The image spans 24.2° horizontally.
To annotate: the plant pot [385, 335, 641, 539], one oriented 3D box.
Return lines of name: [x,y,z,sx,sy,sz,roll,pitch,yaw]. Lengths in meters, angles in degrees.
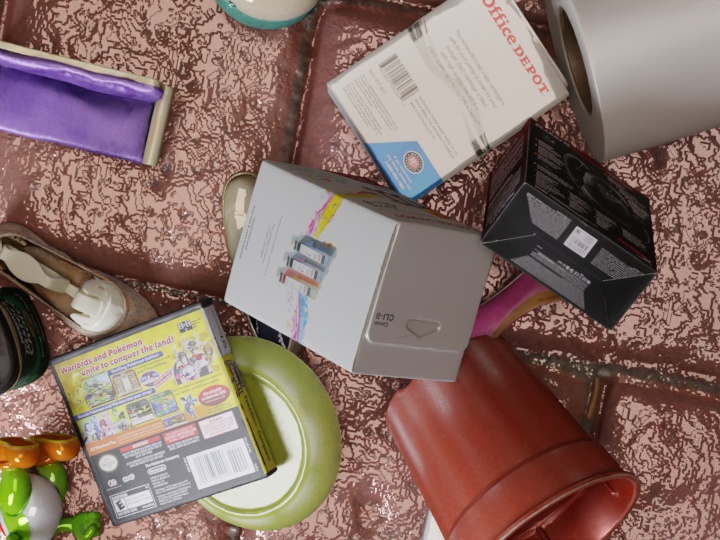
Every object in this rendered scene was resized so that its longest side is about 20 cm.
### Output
plant pot: [0.133,0.182,1.608,0.200,0.201,0.196,-34,62,1]

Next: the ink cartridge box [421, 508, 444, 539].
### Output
ink cartridge box: [0.135,0.345,1.696,0.174,0.045,0.202,13,91,0]

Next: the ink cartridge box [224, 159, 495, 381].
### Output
ink cartridge box: [0.000,0.000,1.561,0.199,0.144,0.146,27,104,43]

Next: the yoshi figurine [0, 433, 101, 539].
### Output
yoshi figurine: [-0.315,0.269,1.667,0.111,0.112,0.203,3,94,-7]

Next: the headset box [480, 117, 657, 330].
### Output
headset box: [0.196,-0.051,1.576,0.148,0.200,0.077,33,113,-8]

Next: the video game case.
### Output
video game case: [-0.197,0.142,1.661,0.198,0.025,0.183,-20,93,27]

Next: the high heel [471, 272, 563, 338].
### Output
high heel: [0.163,0.048,1.669,0.198,0.067,0.097,-11,70,4]

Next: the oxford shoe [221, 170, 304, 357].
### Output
oxford shoe: [-0.094,-0.002,1.676,0.070,0.074,0.202,-17,91,0]

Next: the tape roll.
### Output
tape roll: [0.268,-0.220,1.610,0.138,0.203,0.205,-17,91,1]

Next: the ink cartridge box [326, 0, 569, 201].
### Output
ink cartridge box: [0.086,-0.178,1.668,0.199,0.084,0.147,-33,91,0]

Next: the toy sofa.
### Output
toy sofa: [-0.288,-0.165,1.663,0.198,0.098,0.084,14,90,-1]

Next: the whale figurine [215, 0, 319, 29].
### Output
whale figurine: [-0.074,-0.327,1.673,0.158,0.104,0.201,35,66,-1]

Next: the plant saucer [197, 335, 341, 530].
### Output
plant saucer: [-0.115,0.166,1.660,0.198,0.031,0.203,6,105,22]

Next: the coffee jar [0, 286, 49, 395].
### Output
coffee jar: [-0.361,0.071,1.615,0.084,0.200,0.105,-19,91,0]

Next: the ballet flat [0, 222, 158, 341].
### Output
ballet flat: [-0.294,0.020,1.681,0.198,0.067,0.069,28,91,-1]
